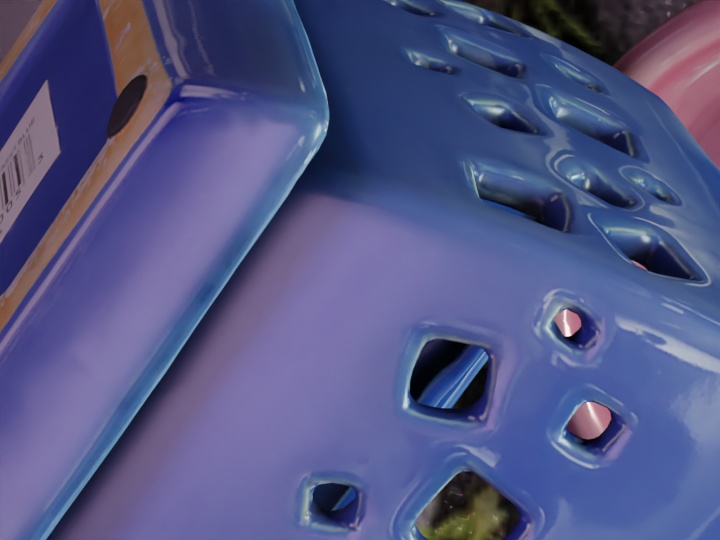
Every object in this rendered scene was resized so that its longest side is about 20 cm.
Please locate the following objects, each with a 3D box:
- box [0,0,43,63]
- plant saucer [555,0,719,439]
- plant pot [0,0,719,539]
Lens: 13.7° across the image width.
[{"bbox_3d":[-0.113,-0.048,0.913,0.124,0.149,0.201,22,115,15],"label":"box"},{"bbox_3d":[0.150,0.006,0.870,0.200,0.051,0.201,8,111,21],"label":"plant saucer"},{"bbox_3d":[-0.022,0.025,0.763,0.179,0.200,0.200,29,107,-22],"label":"plant pot"}]
